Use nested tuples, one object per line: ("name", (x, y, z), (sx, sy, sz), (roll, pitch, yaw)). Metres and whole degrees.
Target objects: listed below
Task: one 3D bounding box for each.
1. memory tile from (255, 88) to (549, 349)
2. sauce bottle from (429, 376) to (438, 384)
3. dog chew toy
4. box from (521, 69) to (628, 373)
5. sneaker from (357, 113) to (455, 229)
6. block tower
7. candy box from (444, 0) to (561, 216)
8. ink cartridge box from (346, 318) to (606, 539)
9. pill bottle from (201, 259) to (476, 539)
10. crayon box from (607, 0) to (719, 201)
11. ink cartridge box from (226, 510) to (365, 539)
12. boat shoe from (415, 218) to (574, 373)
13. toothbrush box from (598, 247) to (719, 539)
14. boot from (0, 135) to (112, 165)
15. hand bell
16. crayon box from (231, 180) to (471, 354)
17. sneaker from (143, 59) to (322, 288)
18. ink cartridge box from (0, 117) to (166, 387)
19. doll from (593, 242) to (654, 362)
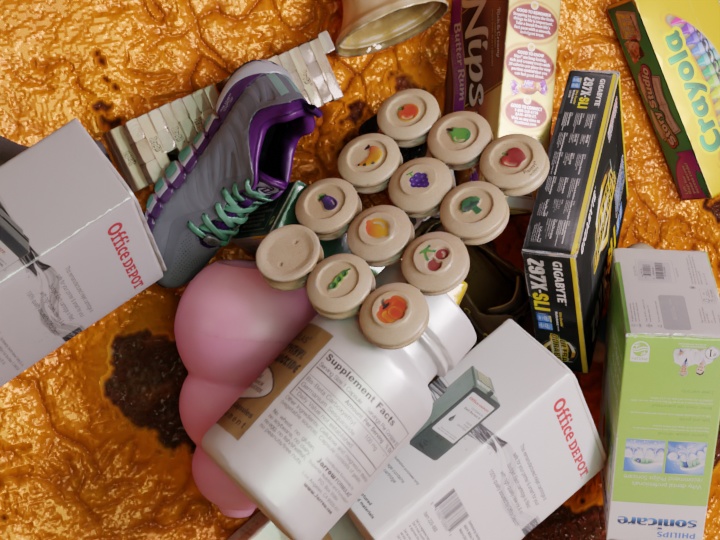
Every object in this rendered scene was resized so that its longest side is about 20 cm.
("memory tile", (0.029, -0.045, 0.959), (0.201, 0.152, 0.017), (-51, 147, -18))
("sauce bottle", (0.045, 0.107, 1.123), (0.197, 0.066, 0.067), (6, 87, -24))
("dog chew toy", (-0.091, 0.096, 1.048), (0.123, 0.124, 0.204), (3, 95, -21))
("box", (0.185, -0.041, 1.109), (0.049, 0.161, 0.202), (7, 54, 18))
("sneaker", (0.049, -0.071, 1.075), (0.075, 0.201, 0.092), (-31, 113, 19))
("block tower", (-0.107, -0.130, 1.077), (0.198, 0.054, 0.058), (-29, 100, -19))
("candy box", (0.119, -0.148, 1.132), (0.056, 0.116, 0.204), (4, 88, -20))
("ink cartridge box", (0.088, 0.160, 1.052), (0.199, 0.084, 0.147), (-38, 137, -10))
("pill bottle", (-0.012, 0.093, 0.961), (0.200, 0.114, 0.115), (-46, 105, -12))
("crayon box", (0.350, -0.195, 1.255), (0.171, 0.058, 0.202), (-28, 99, -19))
("ink cartridge box", (-0.002, 0.240, 1.115), (0.199, 0.050, 0.163), (-40, 103, -14))
("boat shoe", (0.124, 0.032, 1.157), (0.200, 0.067, 0.072), (43, 75, -16))
("toothbrush box", (0.249, 0.103, 1.098), (0.085, 0.146, 0.203), (1, 119, 6))
("boot", (-0.296, -0.109, 0.997), (0.198, 0.070, 0.134), (-17, 90, -25))
("hand bell", (-0.007, -0.297, 1.113), (0.103, 0.104, 0.203), (-18, 85, -20))
("crayon box", (0.000, 0.000, 1.078), (0.199, 0.125, 0.052), (32, 79, -18))
("sneaker", (-0.103, -0.061, 1.012), (0.074, 0.088, 0.202), (16, 111, -41))
("ink cartridge box", (-0.253, 0.002, 0.951), (0.199, 0.145, 0.085), (-35, 71, -13))
("doll", (0.277, 0.072, 1.227), (0.135, 0.048, 0.203), (-18, 99, -22))
